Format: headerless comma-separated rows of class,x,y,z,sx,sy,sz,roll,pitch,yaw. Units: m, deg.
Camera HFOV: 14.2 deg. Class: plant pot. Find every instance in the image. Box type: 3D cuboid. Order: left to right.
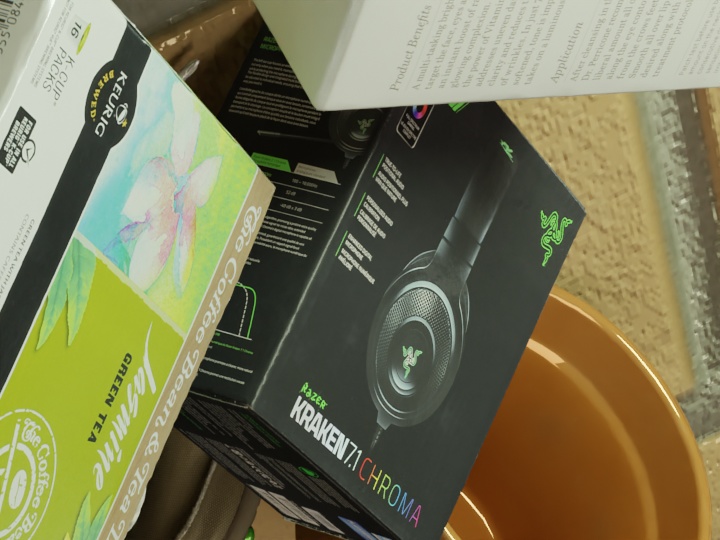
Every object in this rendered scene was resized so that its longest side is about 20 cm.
plant pot,0.059,0.120,1.468,0.199,0.201,0.140,5,148,-37

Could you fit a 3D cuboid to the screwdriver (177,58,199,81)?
screwdriver,-0.142,-0.025,1.286,0.200,0.028,0.029,-44,169,19

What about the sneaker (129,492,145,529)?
sneaker,-0.131,0.078,1.256,0.075,0.116,0.200,31,139,-7

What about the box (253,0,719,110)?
box,0.053,-0.156,1.167,0.199,0.153,0.107,-5,136,-28

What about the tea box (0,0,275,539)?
tea box,-0.156,0.001,1.078,0.201,0.133,0.197,-67,152,-14

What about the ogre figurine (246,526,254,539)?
ogre figurine,-0.135,0.157,1.448,0.199,0.099,0.120,-29,163,22

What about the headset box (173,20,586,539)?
headset box,0.000,0.000,1.289,0.174,0.092,0.201,46,64,-50

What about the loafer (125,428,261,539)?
loafer,-0.077,0.068,1.360,0.067,0.076,0.201,31,74,-28
